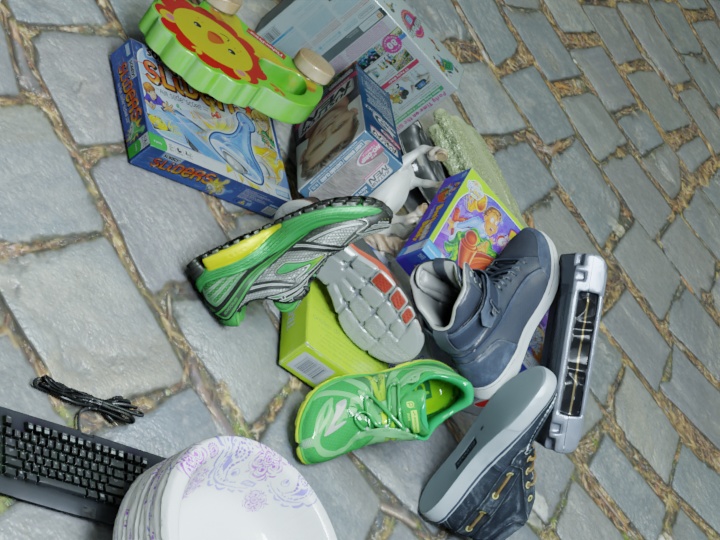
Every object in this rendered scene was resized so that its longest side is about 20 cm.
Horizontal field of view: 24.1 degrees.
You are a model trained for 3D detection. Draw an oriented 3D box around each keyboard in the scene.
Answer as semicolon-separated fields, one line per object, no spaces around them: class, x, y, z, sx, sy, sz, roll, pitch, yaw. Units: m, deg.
keyboard;-0.224;0.142;1.367;0.200;0.021;0.127;25;42;-43

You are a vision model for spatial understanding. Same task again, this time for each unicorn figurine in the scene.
unicorn figurine;0.042;-0.088;1.889;0.200;0.137;0.074;-47;123;-46

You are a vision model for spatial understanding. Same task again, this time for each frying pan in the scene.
frying pan;0.076;-0.147;2.062;0.115;0.031;0.190;61;15;-23

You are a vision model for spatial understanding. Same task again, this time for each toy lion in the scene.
toy lion;-0.133;-0.219;1.750;0.200;0.069;0.192;36;23;-8

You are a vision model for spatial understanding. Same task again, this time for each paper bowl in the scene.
paper bowl;-0.113;0.241;1.336;0.200;0.104;0.201;34;41;-36

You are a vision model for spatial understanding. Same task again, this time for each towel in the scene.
towel;0.153;-0.104;2.104;0.148;0.036;0.200;7;57;-67

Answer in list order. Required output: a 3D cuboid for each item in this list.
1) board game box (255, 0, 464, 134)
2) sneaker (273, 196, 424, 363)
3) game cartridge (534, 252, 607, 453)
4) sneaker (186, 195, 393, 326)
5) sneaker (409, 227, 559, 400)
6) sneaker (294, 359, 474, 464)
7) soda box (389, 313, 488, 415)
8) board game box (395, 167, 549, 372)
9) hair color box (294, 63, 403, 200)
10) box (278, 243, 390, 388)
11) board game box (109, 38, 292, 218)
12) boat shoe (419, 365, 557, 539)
board game box;-0.001;-0.250;1.944;0.200;0.147;0.064;46;29;-16
sneaker;0.000;0.000;1.682;0.200;0.077;0.082;52;25;-5
game cartridge;0.212;0.082;1.727;0.040;0.201;0.133;9;0;-6
sneaker;-0.059;-0.012;1.601;0.078;0.200;0.085;-57;122;-82
sneaker;0.127;0.007;1.703;0.146;0.077;0.203;48;50;-35
sneaker;0.023;0.131;1.618;0.200;0.083;0.074;-20;104;-31
soda box;0.110;0.106;1.833;0.200;0.068;0.064;20;48;-45
board game box;0.141;0.009;1.813;0.200;0.045;0.135;47;50;-19
hair color box;-0.016;-0.139;1.815;0.061;0.100;0.200;42;17;-22
box;-0.024;0.041;1.725;0.122;0.048;0.200;37;35;-30
board game box;-0.161;-0.142;1.719;0.200;0.034;0.136;20;45;-46
boat shoe;0.151;0.187;1.679;0.091;0.200;0.071;31;21;-18
